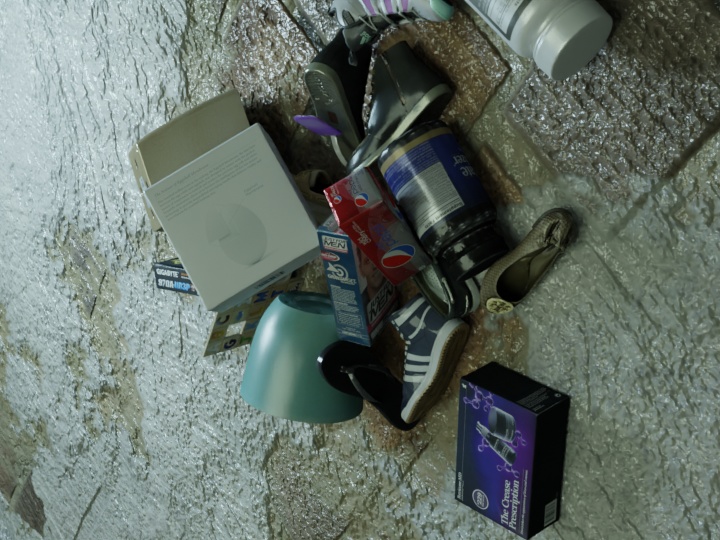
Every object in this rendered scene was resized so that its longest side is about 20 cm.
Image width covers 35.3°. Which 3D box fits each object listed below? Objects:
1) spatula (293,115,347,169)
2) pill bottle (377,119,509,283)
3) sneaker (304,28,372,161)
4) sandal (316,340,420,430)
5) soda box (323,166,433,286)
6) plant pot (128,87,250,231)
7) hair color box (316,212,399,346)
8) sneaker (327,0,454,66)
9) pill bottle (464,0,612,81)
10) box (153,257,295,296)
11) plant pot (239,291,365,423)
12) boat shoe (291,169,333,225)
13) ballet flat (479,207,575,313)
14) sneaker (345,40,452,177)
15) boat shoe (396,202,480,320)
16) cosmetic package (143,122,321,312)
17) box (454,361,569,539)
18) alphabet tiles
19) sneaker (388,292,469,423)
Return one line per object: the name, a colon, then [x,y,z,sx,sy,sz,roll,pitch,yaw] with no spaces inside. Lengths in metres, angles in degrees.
spatula: [-0.024,-0.164,1.628,0.056,0.021,0.200,7,150,45]
pill bottle: [0.114,-0.091,1.521,0.112,0.111,0.201,-42,74,48]
sneaker: [-0.013,-0.250,1.632,0.074,0.107,0.201,21,151,24]
sandal: [0.022,0.170,1.706,0.199,0.077,0.043,35,167,-23]
soda box: [0.027,-0.056,1.511,0.069,0.200,0.064,-29,57,9]
plant pot: [-0.268,-0.159,1.828,0.200,0.175,0.203,172,80,-72]
hair color box: [0.000,0.000,1.652,0.060,0.100,0.202,11,132,28]
sneaker: [0.030,-0.332,1.508,0.200,0.077,0.141,39,101,43]
pill bottle: [0.196,-0.325,1.330,0.200,0.113,0.114,50,136,21]
box: [-0.232,0.001,1.914,0.199,0.158,0.047,8,109,47]
plant pot: [-0.081,0.126,1.778,0.199,0.199,0.163,21,107,42]
boat shoe: [-0.068,-0.123,1.753,0.199,0.073,0.070,31,119,31]
ballet flat: [0.217,-0.002,1.476,0.201,0.067,0.047,-54,29,41]
sneaker: [0.033,-0.217,1.576,0.200,0.074,0.107,-45,71,26]
boat shoe: [0.091,-0.016,1.616,0.200,0.060,0.076,50,141,25]
cosmetic package: [-0.179,-0.074,1.671,0.202,0.198,0.123,61,-178,5]
box: [0.209,0.251,1.584,0.140,0.078,0.203,24,122,44]
alphabet tiles: [-0.168,0.054,1.858,0.008,0.166,0.201,50,136,29]
sneaker: [0.083,0.125,1.677,0.108,0.070,0.202,41,127,27]
